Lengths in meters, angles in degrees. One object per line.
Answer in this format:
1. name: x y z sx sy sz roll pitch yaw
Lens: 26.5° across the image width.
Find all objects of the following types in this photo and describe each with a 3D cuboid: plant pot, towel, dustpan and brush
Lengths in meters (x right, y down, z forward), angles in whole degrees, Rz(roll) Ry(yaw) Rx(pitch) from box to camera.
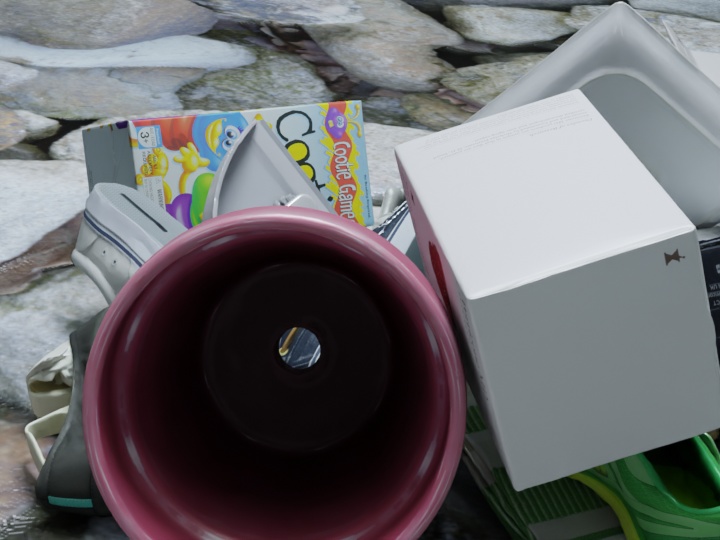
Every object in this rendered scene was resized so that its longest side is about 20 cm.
1. plant pot: -0.040 0.061 0.849 0.199 0.201 0.179 6 6 2
2. towel: 0.120 0.099 0.928 0.152 0.024 0.200 -8 40 -28
3. dustpan and brush: -0.081 -0.004 1.108 0.200 0.140 0.057 -49 20 -27

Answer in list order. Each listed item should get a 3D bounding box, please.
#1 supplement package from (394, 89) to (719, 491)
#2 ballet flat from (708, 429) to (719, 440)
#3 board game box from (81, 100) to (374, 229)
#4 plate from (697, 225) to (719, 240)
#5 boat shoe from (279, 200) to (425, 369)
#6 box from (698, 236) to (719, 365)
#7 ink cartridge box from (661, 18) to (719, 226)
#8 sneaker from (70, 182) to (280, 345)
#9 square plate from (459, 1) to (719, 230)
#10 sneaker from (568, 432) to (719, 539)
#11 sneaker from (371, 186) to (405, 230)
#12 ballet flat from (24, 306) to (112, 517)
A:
1. supplement package: 0.103 0.003 0.833 0.119 0.122 0.200 -17 27 -2
2. ballet flat: 0.210 0.058 1.054 0.070 0.071 0.200 6 23 3
3. board game box: -0.103 -0.072 1.202 0.199 0.106 0.103 -9 5 -30
4. plate: 0.280 0.003 1.046 0.199 0.033 0.199 -10 19 -38
5. boat shoe: 0.000 0.000 1.041 0.091 0.071 0.201 18 59 34
6. box: 0.286 0.061 0.858 0.147 0.201 0.104 -14 0 -41
7. ink cartridge box: 0.258 -0.090 1.229 0.124 0.201 0.129 6 23 1
8. sneaker: -0.125 0.017 1.027 0.073 0.071 0.200 2 29 -44
9. square plate: 0.183 -0.073 1.106 0.200 0.198 0.029 36 40 -22
10. sneaker: 0.154 0.093 0.853 0.074 0.084 0.200 -12 41 -33
11. sneaker: 0.032 0.000 1.128 0.075 0.082 0.200 5 24 -5
12. ballet flat: -0.168 0.079 0.921 0.068 0.068 0.200 -10 24 -4
